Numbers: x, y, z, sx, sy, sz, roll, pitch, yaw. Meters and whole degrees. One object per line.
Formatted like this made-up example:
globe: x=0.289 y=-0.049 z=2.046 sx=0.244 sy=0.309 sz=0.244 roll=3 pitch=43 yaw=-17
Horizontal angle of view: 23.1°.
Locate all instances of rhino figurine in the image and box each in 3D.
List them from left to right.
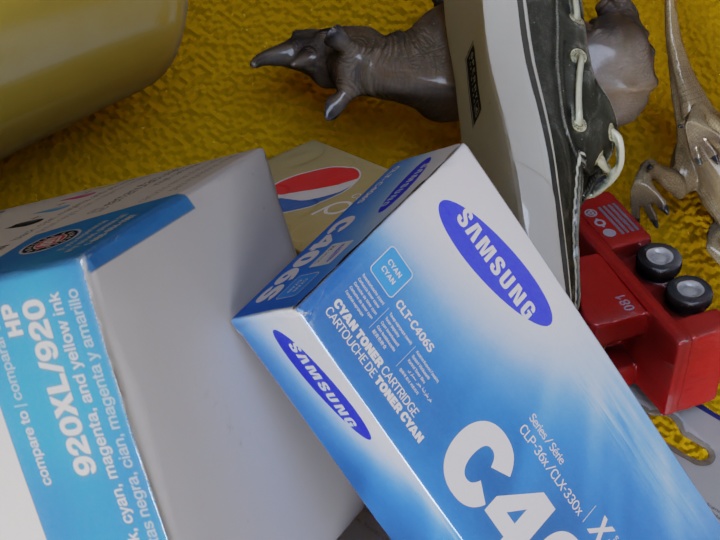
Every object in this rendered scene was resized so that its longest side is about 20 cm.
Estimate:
rhino figurine: x=0.047 y=-0.100 z=0.837 sx=0.200 sy=0.087 sz=0.060 roll=0 pitch=116 yaw=-10

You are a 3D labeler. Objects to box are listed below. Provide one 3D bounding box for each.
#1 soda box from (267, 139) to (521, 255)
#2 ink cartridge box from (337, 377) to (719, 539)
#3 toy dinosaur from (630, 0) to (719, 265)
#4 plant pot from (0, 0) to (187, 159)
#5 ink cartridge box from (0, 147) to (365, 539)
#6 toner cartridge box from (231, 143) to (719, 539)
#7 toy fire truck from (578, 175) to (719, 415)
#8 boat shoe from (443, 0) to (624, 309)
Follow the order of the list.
soda box: x=0.000 y=0.000 z=0.741 sx=0.068 sy=0.200 sz=0.064 roll=-25 pitch=111 yaw=-18
ink cartridge box: x=0.083 y=0.115 z=0.740 sx=0.196 sy=0.043 sz=0.200 roll=32 pitch=44 yaw=27
toy dinosaur: x=0.169 y=-0.056 z=0.859 sx=0.101 sy=0.058 sz=0.200 roll=-29 pitch=92 yaw=-59
plant pot: x=-0.187 y=-0.123 z=0.760 sx=0.189 sy=0.201 sz=0.201 roll=-18 pitch=76 yaw=-33
ink cartridge box: x=-0.128 y=0.059 z=0.629 sx=0.200 sy=0.147 sz=0.145 roll=-12 pitch=103 yaw=23
toner cartridge box: x=0.051 y=0.065 z=0.620 sx=0.095 sy=0.043 sz=0.200 roll=-45 pitch=108 yaw=-31
toy fire truck: x=0.081 y=0.029 z=0.775 sx=0.141 sy=0.049 sz=0.200 roll=-14 pitch=43 yaw=-21
boat shoe: x=0.080 y=-0.060 z=0.750 sx=0.064 sy=0.071 sz=0.200 roll=2 pitch=66 yaw=-13
